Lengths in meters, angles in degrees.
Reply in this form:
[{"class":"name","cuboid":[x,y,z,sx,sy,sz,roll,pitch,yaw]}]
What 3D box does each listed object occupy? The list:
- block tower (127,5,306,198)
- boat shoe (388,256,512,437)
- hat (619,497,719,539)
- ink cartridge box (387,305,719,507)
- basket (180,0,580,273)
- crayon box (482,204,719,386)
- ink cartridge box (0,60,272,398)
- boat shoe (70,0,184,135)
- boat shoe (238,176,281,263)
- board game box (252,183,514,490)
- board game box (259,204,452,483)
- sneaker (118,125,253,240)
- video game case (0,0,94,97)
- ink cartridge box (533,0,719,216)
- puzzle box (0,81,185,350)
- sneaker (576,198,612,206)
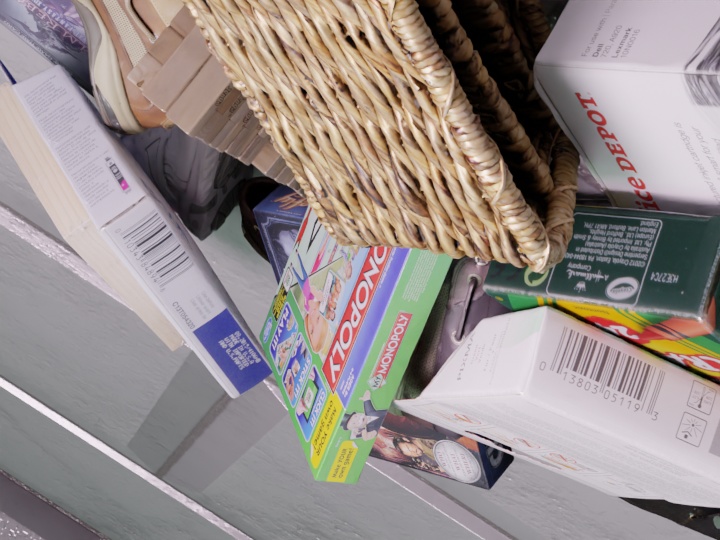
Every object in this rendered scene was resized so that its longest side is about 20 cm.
[{"class":"block tower","cuboid":[-0.059,-0.092,0.860,0.054,0.058,0.200,42,-176,17]},{"class":"boat shoe","cuboid":[0.066,0.007,0.860,0.065,0.072,0.200,28,118,15]},{"class":"hat","cuboid":[0.250,0.120,0.975,0.200,0.081,0.201,22,163,7]},{"class":"ink cartridge box","cuboid":[0.117,0.075,0.793,0.161,0.050,0.200,24,170,-14]},{"class":"basket","cuboid":[0.032,-0.116,0.670,0.149,0.143,0.200,8,138,50]},{"class":"crayon box","cuboid":[0.170,0.032,0.744,0.127,0.051,0.200,8,163,47]},{"class":"ink cartridge box","cuboid":[-0.145,-0.038,0.993,0.200,0.043,0.196,54,177,40]},{"class":"boat shoe","cuboid":[-0.124,-0.166,0.872,0.074,0.076,0.200,-1,135,10]},{"class":"boat shoe","cuboid":[0.001,-0.004,1.043,0.200,0.070,0.070,24,161,19]},{"class":"board game box","cuboid":[0.017,0.043,0.992,0.135,0.035,0.200,11,131,37]},{"class":"board game box","cuboid":[0.000,0.000,0.863,0.029,0.200,0.135,8,-149,-24]},{"class":"sneaker","cuboid":[-0.124,-0.089,1.029,0.099,0.078,0.200,34,157,3]},{"class":"video game case","cuboid":[-0.183,-0.176,0.996,0.143,0.019,0.200,39,156,-16]},{"class":"ink cartridge box","cuboid":[0.195,-0.065,0.646,0.200,0.084,0.146,11,152,42]},{"class":"puzzle box","cuboid":[-0.185,-0.032,1.068,0.133,0.025,0.200,53,177,29]},{"class":"sneaker","cuboid":[0.117,-0.011,0.884,0.079,0.074,0.200,44,155,-16]}]
